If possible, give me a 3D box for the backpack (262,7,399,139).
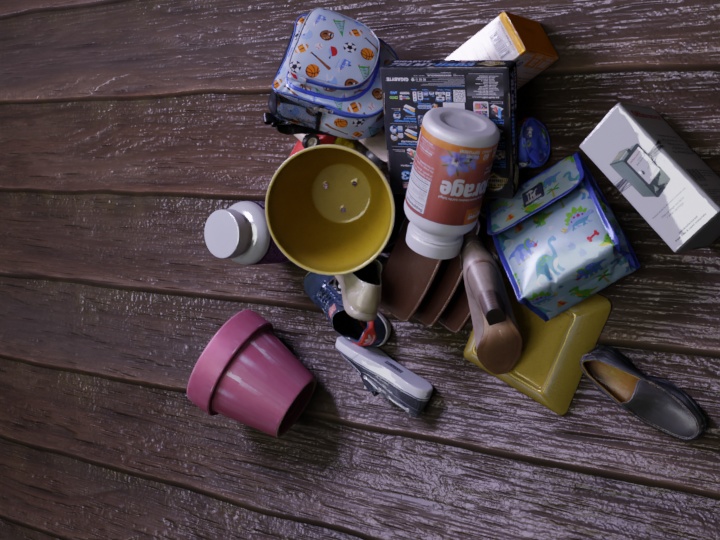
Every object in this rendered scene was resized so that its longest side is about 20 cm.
[{"bbox_3d":[-0.032,-0.303,1.515,0.189,0.154,0.201,21,70,-6],"label":"backpack"}]

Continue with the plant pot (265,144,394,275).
[{"bbox_3d":[-0.038,-0.109,1.524,0.198,0.142,0.202,2,107,7],"label":"plant pot"}]

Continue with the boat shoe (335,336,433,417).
[{"bbox_3d":[0.032,0.184,1.668,0.199,0.072,0.068,30,108,23],"label":"boat shoe"}]

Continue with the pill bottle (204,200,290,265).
[{"bbox_3d":[-0.178,-0.067,1.715,0.112,0.199,0.113,3,95,35],"label":"pill bottle"}]

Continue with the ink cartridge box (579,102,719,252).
[{"bbox_3d":[0.414,-0.128,1.323,0.084,0.145,0.200,-49,66,29],"label":"ink cartridge box"}]

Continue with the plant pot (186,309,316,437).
[{"bbox_3d":[-0.186,0.200,1.760,0.178,0.200,0.201,32,111,13],"label":"plant pot"}]

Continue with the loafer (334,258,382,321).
[{"bbox_3d":[0.000,0.000,1.566,0.069,0.075,0.201,-61,29,29],"label":"loafer"}]

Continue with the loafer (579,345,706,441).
[{"bbox_3d":[0.401,0.183,1.398,0.199,0.072,0.073,32,110,29],"label":"loafer"}]

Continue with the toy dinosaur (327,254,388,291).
[{"bbox_3d":[-0.005,0.001,1.680,0.199,0.047,0.089,9,63,42],"label":"toy dinosaur"}]

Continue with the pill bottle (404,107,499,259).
[{"bbox_3d":[0.125,-0.122,1.392,0.112,0.112,0.201,31,126,30],"label":"pill bottle"}]

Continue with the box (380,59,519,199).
[{"bbox_3d":[0.134,-0.209,1.439,0.198,0.050,0.200,4,118,23],"label":"box"}]

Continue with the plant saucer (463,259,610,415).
[{"bbox_3d":[0.261,0.096,1.507,0.199,0.048,0.201,30,109,30],"label":"plant saucer"}]

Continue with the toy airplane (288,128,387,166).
[{"bbox_3d":[-0.019,-0.249,1.646,0.198,0.141,0.201,-6,56,22],"label":"toy airplane"}]

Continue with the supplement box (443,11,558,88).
[{"bbox_3d":[0.187,-0.300,1.485,0.200,0.126,0.074,-35,75,33],"label":"supplement box"}]

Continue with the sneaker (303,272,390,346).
[{"bbox_3d":[-0.040,0.063,1.697,0.199,0.084,0.075,35,112,29],"label":"sneaker"}]

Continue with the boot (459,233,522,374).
[{"bbox_3d":[0.193,0.046,1.470,0.070,0.201,0.147,-12,50,0],"label":"boot"}]

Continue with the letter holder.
[{"bbox_3d":[0.130,-0.007,1.563,0.142,0.100,0.201,34,112,27],"label":"letter holder"}]

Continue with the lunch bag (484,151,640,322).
[{"bbox_3d":[0.286,-0.058,1.424,0.169,0.127,0.201,-31,54,20],"label":"lunch bag"}]

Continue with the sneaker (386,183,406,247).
[{"bbox_3d":[0.063,-0.108,1.633,0.073,0.085,0.200,40,138,-5],"label":"sneaker"}]

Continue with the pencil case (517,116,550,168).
[{"bbox_3d":[0.198,-0.176,1.511,0.199,0.078,0.087,-14,43,36],"label":"pencil case"}]
